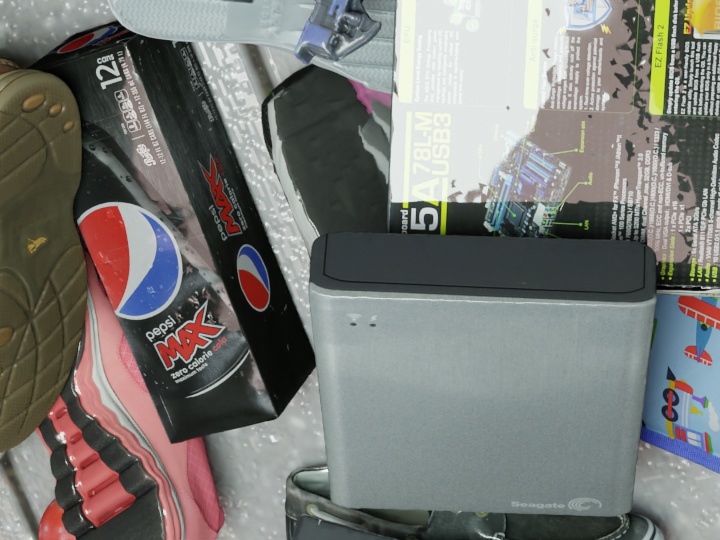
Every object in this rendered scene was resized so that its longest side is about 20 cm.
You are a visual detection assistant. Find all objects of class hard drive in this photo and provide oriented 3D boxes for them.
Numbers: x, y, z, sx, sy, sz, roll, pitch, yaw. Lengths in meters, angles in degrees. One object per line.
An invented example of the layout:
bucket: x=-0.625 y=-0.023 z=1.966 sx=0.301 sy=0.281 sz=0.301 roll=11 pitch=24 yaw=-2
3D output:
hard drive: x=0.052 y=0.049 z=1.165 sx=0.139 sy=0.033 sz=0.200 roll=1 pitch=150 yaw=3

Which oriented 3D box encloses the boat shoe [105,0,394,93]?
boat shoe: x=-0.019 y=-0.134 z=1.246 sx=0.200 sy=0.067 sz=0.074 roll=12 pitch=119 yaw=-12

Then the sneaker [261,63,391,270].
sneaker: x=0.000 y=0.000 z=1.291 sx=0.086 sy=0.080 sz=0.200 roll=-25 pitch=87 yaw=59

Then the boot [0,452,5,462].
boot: x=-0.251 y=0.021 z=1.378 sx=0.200 sy=0.073 sz=0.182 roll=38 pitch=134 yaw=7

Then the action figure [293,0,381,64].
action figure: x=0.050 y=-0.160 z=1.194 sx=0.193 sy=0.105 sz=0.200 roll=30 pitch=87 yaw=10

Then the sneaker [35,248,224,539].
sneaker: x=-0.130 y=0.063 z=1.362 sx=0.074 sy=0.087 sz=0.200 roll=-30 pitch=76 yaw=27

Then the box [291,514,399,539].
box: x=0.035 y=0.201 z=1.298 sx=0.141 sy=0.079 sz=0.200 roll=11 pitch=154 yaw=10

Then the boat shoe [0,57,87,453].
boat shoe: x=-0.176 y=-0.010 z=1.285 sx=0.068 sy=0.072 sz=0.200 roll=26 pitch=123 yaw=37

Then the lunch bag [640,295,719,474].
lunch bag: x=0.143 y=0.001 z=1.246 sx=0.200 sy=0.094 sz=0.151 roll=18 pitch=118 yaw=20

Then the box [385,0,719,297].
box: x=0.109 y=-0.089 z=1.122 sx=0.193 sy=0.048 sz=0.200 roll=2 pitch=103 yaw=4

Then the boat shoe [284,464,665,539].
boat shoe: x=0.050 y=0.127 z=1.326 sx=0.200 sy=0.072 sz=0.071 roll=-3 pitch=114 yaw=21

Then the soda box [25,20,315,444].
soda box: x=-0.092 y=-0.022 z=1.312 sx=0.063 sy=0.071 sz=0.200 roll=-15 pitch=106 yaw=23

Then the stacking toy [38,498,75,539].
stacking toy: x=-0.129 y=0.208 z=1.419 sx=0.085 sy=0.085 sz=0.200 roll=-7 pitch=102 yaw=20
